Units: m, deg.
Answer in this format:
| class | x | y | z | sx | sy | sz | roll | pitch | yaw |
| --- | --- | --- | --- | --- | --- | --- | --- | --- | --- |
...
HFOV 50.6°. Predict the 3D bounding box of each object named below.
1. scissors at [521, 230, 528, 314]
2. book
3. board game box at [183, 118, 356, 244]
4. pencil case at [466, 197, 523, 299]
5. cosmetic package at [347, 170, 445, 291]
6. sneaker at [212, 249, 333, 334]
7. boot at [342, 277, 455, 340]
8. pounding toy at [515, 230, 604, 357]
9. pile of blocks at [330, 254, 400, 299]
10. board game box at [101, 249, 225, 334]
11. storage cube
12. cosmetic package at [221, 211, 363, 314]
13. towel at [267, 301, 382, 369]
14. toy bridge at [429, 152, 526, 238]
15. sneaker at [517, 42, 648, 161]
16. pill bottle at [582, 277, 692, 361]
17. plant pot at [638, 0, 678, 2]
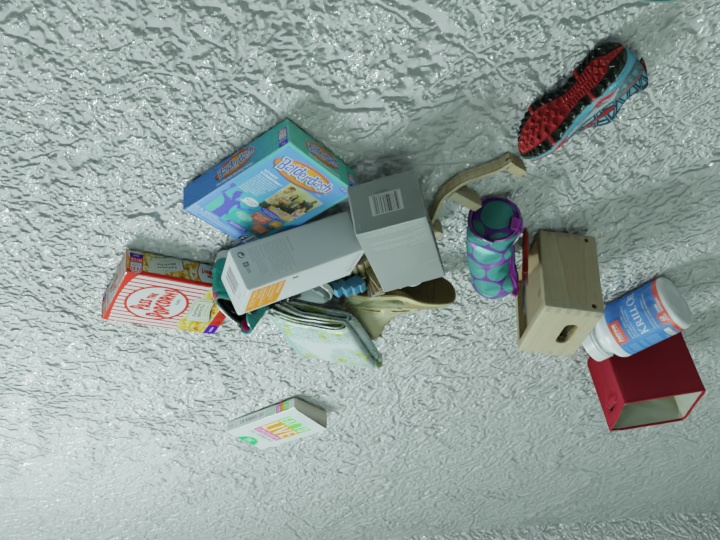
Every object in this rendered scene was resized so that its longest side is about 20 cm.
| class | x | y | z | sx | sy | sz | roll | pitch | yaw |
| --- | --- | --- | --- | --- | --- | --- | --- | --- | --- |
| scissors | 0.274 | 0.017 | 1.260 | 0.014 | 0.200 | 0.073 | 1 | 137 | 10 |
| book | -0.198 | 0.364 | 1.812 | 0.199 | 0.048 | 0.134 | -24 | 141 | 25 |
| board game box | -0.128 | -0.115 | 1.085 | 0.200 | 0.045 | 0.152 | -27 | 144 | 26 |
| pencil case | 0.223 | -0.031 | 1.262 | 0.092 | 0.085 | 0.200 | 24 | 157 | 22 |
| cosmetic package | 0.057 | -0.052 | 1.130 | 0.106 | 0.091 | 0.200 | -14 | 155 | 6 |
| sneaker | -0.148 | 0.048 | 1.216 | 0.199 | 0.121 | 0.084 | 15 | 150 | -6 |
| boot | 0.061 | 0.068 | 1.388 | 0.199 | 0.073 | 0.156 | 1 | 146 | -12 |
| pounding toy | 0.359 | 0.045 | 1.351 | 0.142 | 0.185 | 0.200 | 7 | 146 | -3 |
| pile of blocks | 0.000 | 0.000 | 1.260 | 0.199 | 0.082 | 0.062 | -10 | 148 | 2 |
| board game box | -0.314 | 0.040 | 1.277 | 0.199 | 0.046 | 0.152 | 11 | 142 | -28 |
| storage cube | 0.625 | 0.232 | 1.683 | 0.199 | 0.180 | 0.171 | -10 | 147 | 0 |
| cosmetic package | -0.102 | -0.012 | 1.155 | 0.199 | 0.071 | 0.101 | -21 | 163 | -24 |
| towel | -0.064 | 0.122 | 1.398 | 0.171 | 0.048 | 0.200 | 12 | 156 | 25 |
| toy bridge | 0.158 | -0.116 | 1.172 | 0.067 | 0.027 | 0.200 | 21 | 137 | -36 |
| sneaker | 0.300 | -0.208 | 1.020 | 0.095 | 0.080 | 0.200 | 14 | 141 | -35 |
| pill bottle | 0.548 | 0.106 | 1.532 | 0.112 | 0.113 | 0.200 | 21 | 135 | -38 |
| plant pot | 0.295 | -0.375 | 0.707 | 0.199 | 0.135 | 0.200 | -7 | 147 | -4 |
